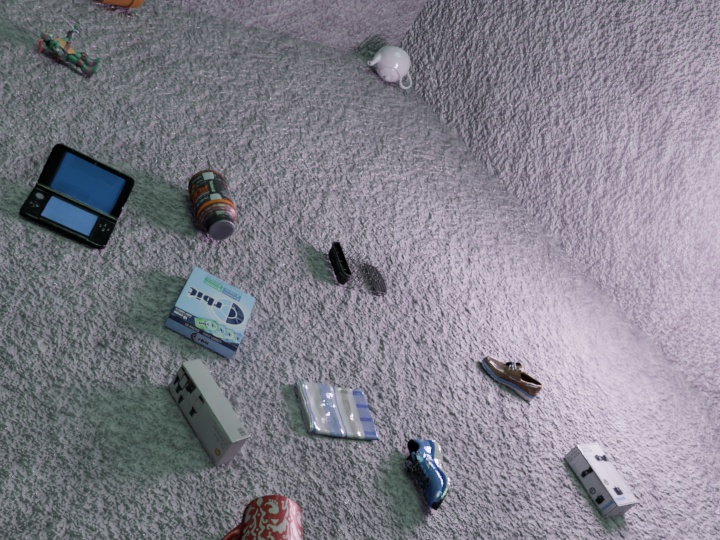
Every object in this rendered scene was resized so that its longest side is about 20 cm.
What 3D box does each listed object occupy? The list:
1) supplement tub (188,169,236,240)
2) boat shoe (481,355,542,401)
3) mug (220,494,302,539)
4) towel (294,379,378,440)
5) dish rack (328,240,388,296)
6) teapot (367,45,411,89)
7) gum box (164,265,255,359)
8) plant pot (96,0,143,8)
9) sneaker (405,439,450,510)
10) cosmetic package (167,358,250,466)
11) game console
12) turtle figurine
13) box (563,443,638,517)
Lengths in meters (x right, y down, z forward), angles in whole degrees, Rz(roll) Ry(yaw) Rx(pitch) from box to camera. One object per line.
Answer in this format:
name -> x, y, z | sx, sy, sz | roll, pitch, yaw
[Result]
supplement tub -> -0.395, -0.173, 2.035 | 0.106, 0.107, 0.201 | 12, 37, -37
boat shoe -> 0.463, 0.311, 2.298 | 0.199, 0.073, 0.072 | 33, 29, -7
mug -> -0.173, 0.492, 1.303 | 0.177, 0.134, 0.200 | 28, 27, -19
towel -> -0.055, 0.326, 1.771 | 0.199, 0.024, 0.147 | 16, 36, -33
dish rack -> 0.000, 0.000, 2.266 | 0.199, 0.055, 0.154 | 16, 36, -33
teapot -> 0.154, -1.012, 3.789 | 0.199, 0.198, 0.147 | 9, 68, 14
gum box -> -0.346, 0.095, 1.766 | 0.169, 0.045, 0.200 | 30, 29, -13
plant pot -> -0.875, -1.028, 2.678 | 0.140, 0.201, 0.200 | -25, 64, -40
sneaker -> 0.145, 0.467, 1.746 | 0.089, 0.079, 0.200 | 17, 26, -18
cosmetic package -> -0.306, 0.281, 1.508 | 0.050, 0.083, 0.200 | -9, 52, -49
game console -> -0.649, -0.171, 1.748 | 0.199, 0.117, 0.176 | 25, 31, -18
turtle figurine -> -0.868, -0.661, 2.235 | 0.200, 0.100, 0.150 | 37, 40, -32
box -> 0.680, 0.591, 2.144 | 0.116, 0.060, 0.201 | 9, 39, -40
